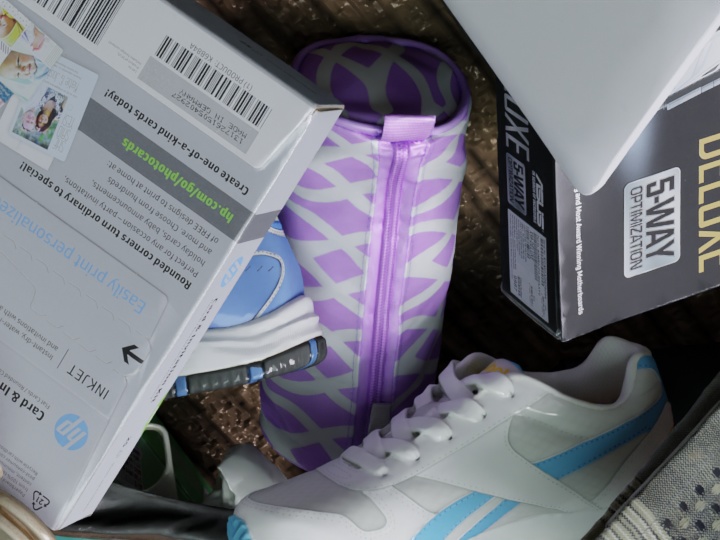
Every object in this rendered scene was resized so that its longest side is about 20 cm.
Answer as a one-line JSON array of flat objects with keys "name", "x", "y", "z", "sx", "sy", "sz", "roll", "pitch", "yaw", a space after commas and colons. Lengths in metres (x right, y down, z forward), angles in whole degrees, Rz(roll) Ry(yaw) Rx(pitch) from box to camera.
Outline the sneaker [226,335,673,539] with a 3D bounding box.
[{"name": "sneaker", "x": 0.037, "y": 0.079, "z": 0.984, "sx": 0.200, "sy": 0.076, "sz": 0.081, "roll": -10, "pitch": 104, "yaw": -23}]

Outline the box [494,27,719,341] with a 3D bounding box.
[{"name": "box", "x": 0.129, "y": -0.088, "z": 0.925, "sx": 0.157, "sy": 0.050, "sz": 0.200, "roll": -17, "pitch": 122, "yaw": -23}]

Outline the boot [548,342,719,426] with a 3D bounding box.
[{"name": "boot", "x": 0.168, "y": 0.046, "z": 1.050, "sx": 0.168, "sy": 0.077, "sz": 0.200, "roll": -5, "pitch": 131, "yaw": -5}]

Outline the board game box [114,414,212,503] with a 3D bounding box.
[{"name": "board game box", "x": -0.164, "y": 0.083, "z": 1.083, "sx": 0.134, "sy": 0.029, "sz": 0.200, "roll": -25, "pitch": 122, "yaw": 12}]

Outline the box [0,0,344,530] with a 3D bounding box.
[{"name": "box", "x": -0.123, "y": -0.024, "z": 0.931, "sx": 0.156, "sy": 0.041, "sz": 0.200, "roll": 35, "pitch": 103, "yaw": 12}]

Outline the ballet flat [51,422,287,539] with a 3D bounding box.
[{"name": "ballet flat", "x": -0.079, "y": 0.104, "z": 1.040, "sx": 0.199, "sy": 0.069, "sz": 0.068, "roll": 14, "pitch": 167, "yaw": -5}]

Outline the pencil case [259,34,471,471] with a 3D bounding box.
[{"name": "pencil case", "x": 0.000, "y": 0.000, "z": 1.003, "sx": 0.084, "sy": 0.086, "sz": 0.200, "roll": -1, "pitch": 124, "yaw": -6}]

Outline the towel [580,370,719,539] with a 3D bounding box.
[{"name": "towel", "x": 0.190, "y": 0.135, "z": 0.949, "sx": 0.200, "sy": 0.193, "sz": 0.035, "roll": 49, "pitch": 154, "yaw": -2}]

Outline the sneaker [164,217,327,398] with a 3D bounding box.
[{"name": "sneaker", "x": -0.112, "y": 0.020, "z": 0.993, "sx": 0.199, "sy": 0.076, "sz": 0.077, "roll": -11, "pitch": 90, "yaw": 15}]

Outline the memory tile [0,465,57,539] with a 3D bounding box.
[{"name": "memory tile", "x": -0.183, "y": 0.093, "z": 0.981, "sx": 0.017, "sy": 0.200, "sz": 0.153, "roll": -49, "pitch": 123, "yaw": -23}]

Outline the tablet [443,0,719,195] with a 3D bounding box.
[{"name": "tablet", "x": 0.049, "y": -0.136, "z": 0.845, "sx": 0.014, "sy": 0.200, "sz": 0.130, "roll": -23, "pitch": 160, "yaw": -30}]

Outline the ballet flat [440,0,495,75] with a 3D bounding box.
[{"name": "ballet flat", "x": 0.084, "y": -0.088, "z": 0.970, "sx": 0.046, "sy": 0.067, "sz": 0.200, "roll": -43, "pitch": 123, "yaw": -14}]
